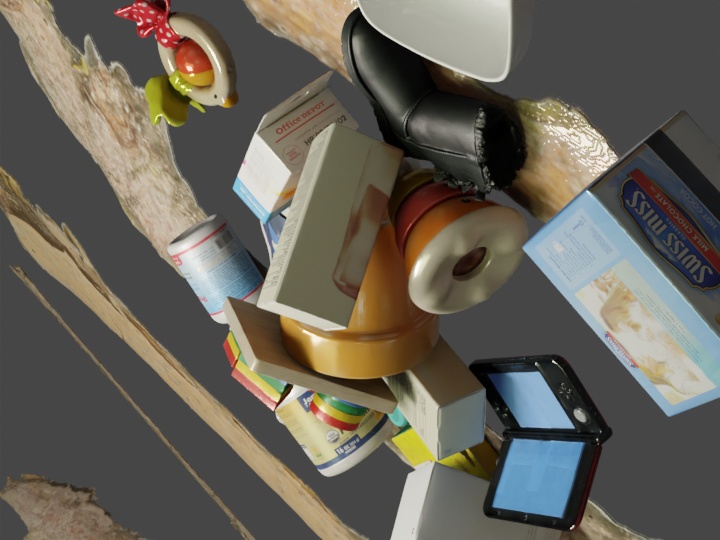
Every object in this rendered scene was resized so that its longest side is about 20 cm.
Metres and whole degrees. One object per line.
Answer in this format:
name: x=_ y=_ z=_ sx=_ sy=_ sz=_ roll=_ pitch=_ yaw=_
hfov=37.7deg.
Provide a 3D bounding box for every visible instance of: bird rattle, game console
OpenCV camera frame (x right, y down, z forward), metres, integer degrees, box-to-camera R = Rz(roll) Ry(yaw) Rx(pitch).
bird rattle: x=-0.229 y=-0.294 z=1.417 sx=0.163 sy=0.113 sz=0.200 roll=19 pitch=128 yaw=31
game console: x=0.195 y=0.205 z=1.284 sx=0.172 sy=0.119 sz=0.200 roll=57 pitch=154 yaw=-10

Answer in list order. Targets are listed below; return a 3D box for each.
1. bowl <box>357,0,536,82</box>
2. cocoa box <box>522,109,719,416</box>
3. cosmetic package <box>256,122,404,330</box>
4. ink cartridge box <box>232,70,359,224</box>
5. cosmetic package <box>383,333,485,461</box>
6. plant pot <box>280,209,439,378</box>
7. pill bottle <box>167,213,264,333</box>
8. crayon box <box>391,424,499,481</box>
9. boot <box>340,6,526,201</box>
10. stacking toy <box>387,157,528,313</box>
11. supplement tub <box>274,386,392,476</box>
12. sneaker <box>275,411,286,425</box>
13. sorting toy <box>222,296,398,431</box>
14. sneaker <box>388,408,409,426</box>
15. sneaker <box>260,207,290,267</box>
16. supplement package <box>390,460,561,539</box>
bowl: x=0.075 y=-0.280 z=0.908 sx=0.200 sy=0.075 sz=0.200 roll=32 pitch=148 yaw=34
cocoa box: x=0.263 y=-0.002 z=0.883 sx=0.200 sy=0.131 sz=0.133 roll=50 pitch=155 yaw=5
cosmetic package: x=-0.033 y=-0.043 z=1.127 sx=0.087 sy=0.200 sz=0.103 roll=21 pitch=172 yaw=-14
ink cartridge box: x=-0.077 y=-0.146 z=1.285 sx=0.068 sy=0.115 sz=0.200 roll=49 pitch=155 yaw=5
cosmetic package: x=0.081 y=0.137 z=1.370 sx=0.200 sy=0.071 sz=0.105 roll=52 pitch=153 yaw=43
plant pot: x=0.000 y=0.000 z=1.284 sx=0.200 sy=0.200 sz=0.183 roll=30 pitch=132 yaw=39
pill bottle: x=-0.223 y=0.015 z=1.747 sx=0.200 sy=0.109 sz=0.109 roll=59 pitch=154 yaw=-13
crayon box: x=0.133 y=0.264 z=1.543 sx=0.127 sy=0.051 sz=0.200 roll=51 pitch=155 yaw=2
boot: x=0.075 y=-0.167 z=1.056 sx=0.162 sy=0.073 sz=0.198 roll=29 pitch=154 yaw=44
stacking toy: x=0.075 y=-0.064 z=1.157 sx=0.200 sy=0.146 sz=0.146 roll=54 pitch=160 yaw=35
supplement tub: x=-0.058 y=0.209 z=1.683 sx=0.200 sy=0.144 sz=0.144 roll=54 pitch=155 yaw=-5
sneaker: x=-0.100 y=0.239 z=1.885 sx=0.081 sy=0.075 sz=0.200 roll=35 pitch=152 yaw=13
sorting toy: x=-0.079 y=0.128 z=1.362 sx=0.200 sy=0.070 sz=0.199 roll=21 pitch=-167 yaw=-24
sneaker: x=0.035 y=0.158 z=1.536 sx=0.077 sy=0.080 sz=0.200 roll=29 pitch=147 yaw=40
sneaker: x=-0.073 y=-0.034 z=1.430 sx=0.200 sy=0.080 sz=0.146 roll=68 pitch=155 yaw=11
supplement package: x=0.158 y=0.357 z=1.451 sx=0.200 sy=0.117 sz=0.117 roll=22 pitch=156 yaw=-9
